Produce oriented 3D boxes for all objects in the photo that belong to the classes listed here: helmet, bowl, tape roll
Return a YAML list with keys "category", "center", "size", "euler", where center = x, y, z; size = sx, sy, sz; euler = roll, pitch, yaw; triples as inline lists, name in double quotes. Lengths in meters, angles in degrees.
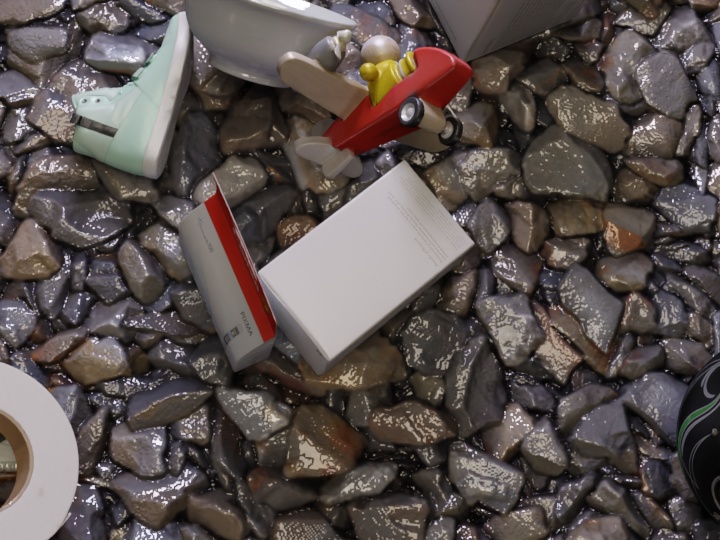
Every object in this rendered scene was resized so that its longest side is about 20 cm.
- category: "helmet"
  center: [0.428, 0.180, 1.019]
  size: [0.199, 0.191, 0.200]
  euler: [4, 41, -3]
- category: "bowl"
  center: [-0.110, -0.261, 1.074]
  size: [0.200, 0.201, 0.091]
  euler: [17, 108, -3]
- category: "tape roll"
  center: [-0.362, 0.181, 0.904]
  size: [0.202, 0.037, 0.203]
  euler: [22, 53, -33]

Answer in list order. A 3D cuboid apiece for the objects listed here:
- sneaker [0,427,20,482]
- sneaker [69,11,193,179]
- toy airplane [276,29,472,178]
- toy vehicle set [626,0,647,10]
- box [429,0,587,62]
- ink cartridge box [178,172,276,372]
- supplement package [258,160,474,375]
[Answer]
- category: "sneaker"
  center: [-0.412, 0.161, 0.953]
  size: [0.200, 0.076, 0.088]
  euler: [10, 63, -39]
- category: "sneaker"
  center: [-0.256, -0.211, 1.082]
  size: [0.118, 0.074, 0.201]
  euler: [14, 74, -2]
- category: "toy airplane"
  center: [0.015, -0.185, 1.058]
  size: [0.198, 0.200, 0.142]
  euler: [-1, 72, 0]
- category: "toy vehicle set"
  center: [0.320, -0.440, 1.236]
  size: [0.200, 0.027, 0.124]
  euler: [41, 75, 3]
- category: "box"
  center: [0.168, -0.387, 1.115]
  size: [0.171, 0.200, 0.200]
  euler: [-24, 82, -14]
- category: "ink cartridge box"
  center: [-0.137, 0.009, 0.979]
  size: [0.047, 0.200, 0.161]
  euler: [-22, 80, -12]
- category: "supplement package"
  center: [0.000, 0.000, 1.040]
  size: [0.200, 0.121, 0.120]
  euler: [-38, 85, -15]
